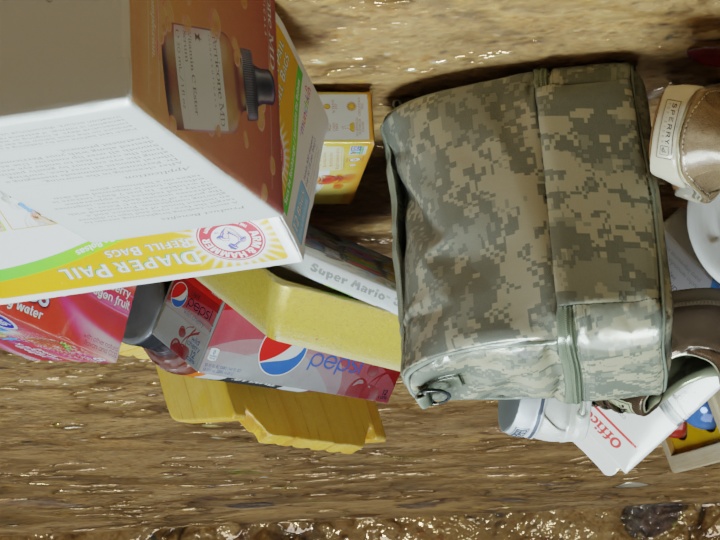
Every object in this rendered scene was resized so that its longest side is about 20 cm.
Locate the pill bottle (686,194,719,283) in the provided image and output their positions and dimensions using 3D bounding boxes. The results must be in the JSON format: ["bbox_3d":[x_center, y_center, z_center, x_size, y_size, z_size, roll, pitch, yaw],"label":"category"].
[{"bbox_3d":[0.313,-0.022,1.516,0.119,0.121,0.200,-9,166,25],"label":"pill bottle"}]

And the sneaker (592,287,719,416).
[{"bbox_3d":[0.173,0.067,1.519,0.199,0.076,0.070,-15,151,25],"label":"sneaker"}]

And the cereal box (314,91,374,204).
[{"bbox_3d":[-0.097,-0.076,1.386,0.198,0.040,0.144,-1,167,-6],"label":"cereal box"}]

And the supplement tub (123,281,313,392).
[{"bbox_3d":[-0.102,0.036,1.704,0.199,0.108,0.107,10,161,-44],"label":"supplement tub"}]

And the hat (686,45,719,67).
[{"bbox_3d":[0.317,-0.150,1.210,0.200,0.176,0.166,-41,166,-4],"label":"hat"}]

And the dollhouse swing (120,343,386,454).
[{"bbox_3d":[-0.123,0.103,1.880,0.175,0.183,0.199,-32,153,30],"label":"dollhouse swing"}]

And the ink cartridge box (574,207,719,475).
[{"bbox_3d":[0.205,0.066,1.614,0.200,0.116,0.068,-47,175,27],"label":"ink cartridge box"}]

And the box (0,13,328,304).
[{"bbox_3d":[-0.131,-0.064,1.218,0.199,0.113,0.102,-8,139,19],"label":"box"}]

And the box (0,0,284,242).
[{"bbox_3d":[-0.117,-0.113,0.996,0.106,0.154,0.200,-7,166,15],"label":"box"}]

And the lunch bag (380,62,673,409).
[{"bbox_3d":[0.099,-0.020,1.329,0.166,0.201,0.140,-5,158,4],"label":"lunch bag"}]

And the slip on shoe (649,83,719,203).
[{"bbox_3d":[0.222,-0.078,1.305,0.060,0.077,0.200,11,-179,17],"label":"slip on shoe"}]

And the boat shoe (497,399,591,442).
[{"bbox_3d":[0.154,0.018,1.465,0.085,0.204,0.075,12,171,-13],"label":"boat shoe"}]

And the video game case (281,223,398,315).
[{"bbox_3d":[0.000,0.000,1.460,0.199,0.018,0.143,22,-172,5],"label":"video game case"}]

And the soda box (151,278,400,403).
[{"bbox_3d":[-0.054,0.047,1.625,0.199,0.064,0.070,12,-164,-44],"label":"soda box"}]

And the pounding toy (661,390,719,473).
[{"bbox_3d":[0.259,0.054,1.733,0.141,0.201,0.184,-20,174,-13],"label":"pounding toy"}]

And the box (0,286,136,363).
[{"bbox_3d":[-0.240,-0.018,1.368,0.095,0.100,0.199,-1,159,44],"label":"box"}]

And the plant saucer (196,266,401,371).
[{"bbox_3d":[-0.029,0.017,1.516,0.199,0.049,0.200,16,-170,-34],"label":"plant saucer"}]
